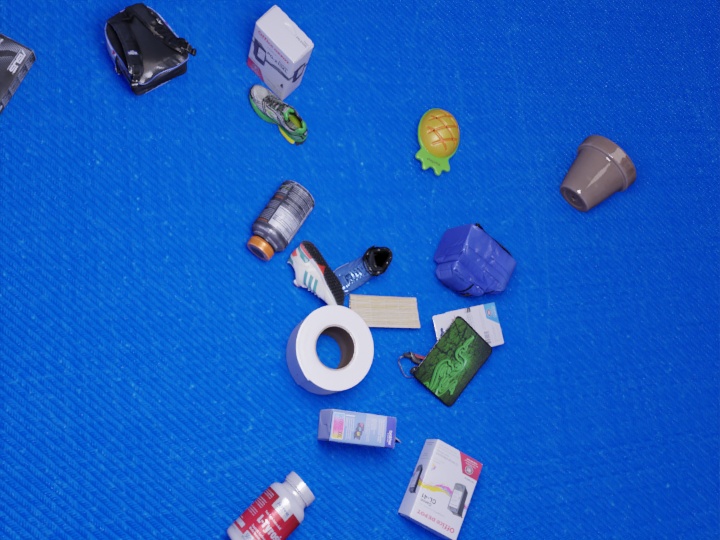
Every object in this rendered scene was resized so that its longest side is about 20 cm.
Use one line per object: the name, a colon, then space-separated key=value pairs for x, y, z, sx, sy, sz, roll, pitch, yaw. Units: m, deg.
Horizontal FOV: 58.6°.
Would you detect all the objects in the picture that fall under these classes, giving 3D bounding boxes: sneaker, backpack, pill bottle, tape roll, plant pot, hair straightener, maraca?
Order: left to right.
backpack: x=-0.549 y=-0.562 z=1.627 sx=0.199 sy=0.153 sz=0.193 roll=-37 pitch=97 yaw=-28
pill bottle: x=-0.202 y=0.569 z=1.478 sx=0.199 sy=0.112 sz=0.113 roll=-42 pitch=91 yaw=-22
pill bottle: x=-0.210 y=-0.124 z=1.651 sx=0.105 sy=0.106 sz=0.202 roll=36 pitch=69 yaw=-6
sneaker: x=-0.217 y=-0.435 z=1.737 sx=0.199 sy=0.085 sz=0.079 roll=39 pitch=69 yaw=-4
sneaker: x=-0.118 y=0.028 z=1.657 sx=0.202 sy=0.093 sz=0.070 roll=57 pitch=26 yaw=9
tape roll: x=-0.078 y=0.200 z=1.595 sx=0.197 sy=0.139 sz=0.209 roll=4 pitch=76 yaw=-16
sneaker: x=-0.001 y=-0.001 z=1.685 sx=0.197 sy=0.111 sz=0.078 roll=-28 pitch=86 yaw=-21
hair straightener: x=0.186 y=0.270 z=1.713 sx=0.195 sy=0.041 sz=0.079 roll=19 pitch=72 yaw=-19
maraca: x=0.222 y=-0.373 z=1.851 sx=0.134 sy=0.107 sz=0.205 roll=18 pitch=72 yaw=-13
backpack: x=0.314 y=-0.010 z=1.768 sx=0.198 sy=0.162 sz=0.171 roll=32 pitch=78 yaw=-21
plant pot: x=0.707 y=-0.278 z=1.955 sx=0.200 sy=0.200 sz=0.175 roll=45 pitch=85 yaw=-2

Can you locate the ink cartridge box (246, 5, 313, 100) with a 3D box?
ink cartridge box: x=-0.217 y=-0.575 z=1.709 sx=0.145 sy=0.200 sz=0.085 roll=44 pitch=68 yaw=-2

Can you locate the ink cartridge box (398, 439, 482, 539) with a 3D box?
ink cartridge box: x=0.204 y=0.554 z=1.629 sx=0.145 sy=0.086 sz=0.204 roll=29 pitch=68 yaw=-9

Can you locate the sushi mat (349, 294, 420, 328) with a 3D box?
sushi mat: x=0.064 y=0.109 z=1.716 sx=0.194 sy=0.012 sz=0.098 roll=3 pitch=57 yaw=-17

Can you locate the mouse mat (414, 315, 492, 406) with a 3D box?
mouse mat: x=0.248 y=0.242 z=1.700 sx=0.160 sy=0.008 sz=0.201 roll=41 pitch=86 yaw=-23

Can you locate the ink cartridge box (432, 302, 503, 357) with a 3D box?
ink cartridge box: x=0.283 y=0.166 z=1.758 sx=0.195 sy=0.068 sz=0.119 roll=-9 pitch=81 yaw=-20

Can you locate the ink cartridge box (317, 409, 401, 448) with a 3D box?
ink cartridge box: x=0.004 y=0.390 z=1.576 sx=0.194 sy=0.136 sz=0.079 roll=9 pitch=75 yaw=-15

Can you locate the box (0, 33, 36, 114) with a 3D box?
box: x=-0.923 y=-0.489 z=1.544 sx=0.189 sy=0.048 sz=0.204 roll=26 pitch=71 yaw=-8
